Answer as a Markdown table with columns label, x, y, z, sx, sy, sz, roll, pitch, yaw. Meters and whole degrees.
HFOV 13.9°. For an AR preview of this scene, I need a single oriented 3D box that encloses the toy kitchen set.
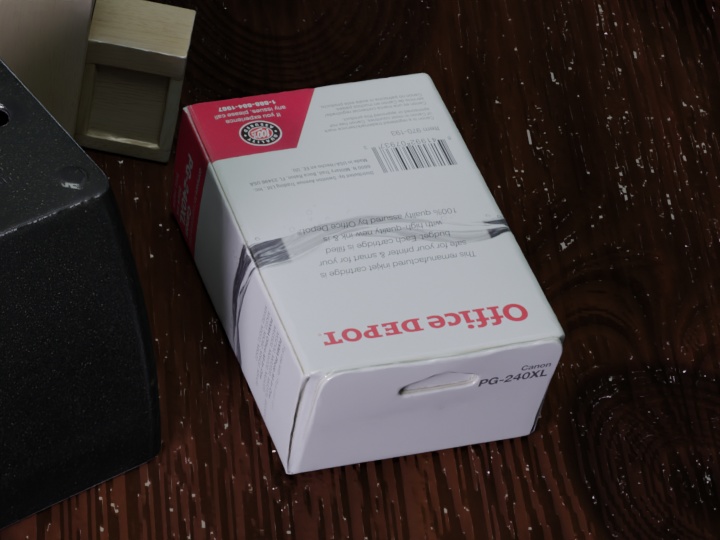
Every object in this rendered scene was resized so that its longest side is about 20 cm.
| label | x | y | z | sx | sy | sz | roll | pitch | yaw |
| --- | --- | --- | --- | --- | --- | --- | --- | --- | --- |
| toy kitchen set | -0.182 | -0.191 | 1.625 | 0.199 | 0.164 | 0.181 | 11 | 45 | -3 |

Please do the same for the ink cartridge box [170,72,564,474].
| label | x | y | z | sx | sy | sz | roll | pitch | yaw |
| --- | --- | --- | --- | --- | --- | --- | --- | --- | --- |
| ink cartridge box | 0.000 | 0.000 | 1.539 | 0.145 | 0.084 | 0.200 | -8 | 49 | -21 |

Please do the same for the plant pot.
| label | x | y | z | sx | sy | sz | roll | pitch | yaw |
| --- | --- | --- | --- | --- | --- | --- | --- | --- | --- |
| plant pot | -0.218 | 0.003 | 1.419 | 0.199 | 0.178 | 0.200 | -24 | 57 | -31 |
